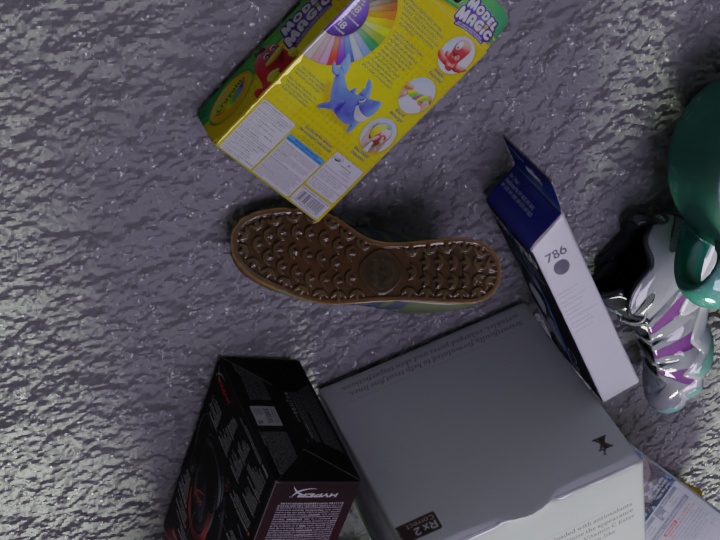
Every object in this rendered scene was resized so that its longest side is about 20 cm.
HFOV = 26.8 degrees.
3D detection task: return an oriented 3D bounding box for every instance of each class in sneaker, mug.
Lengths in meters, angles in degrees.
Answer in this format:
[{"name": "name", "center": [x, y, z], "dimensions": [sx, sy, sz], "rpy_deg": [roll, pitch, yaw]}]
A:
[{"name": "sneaker", "center": [0.000, 0.000, 1.136], "dimensions": [0.199, 0.090, 0.068], "rpy_deg": [7, 81, -5]}, {"name": "sneaker", "center": [0.234, 0.035, 1.288], "dimensions": [0.139, 0.078, 0.201], "rpy_deg": [-4, 117, -23]}, {"name": "mug", "center": [0.305, -0.077, 1.187], "dimensions": [0.184, 0.114, 0.153], "rpy_deg": [-26, 111, -10]}]

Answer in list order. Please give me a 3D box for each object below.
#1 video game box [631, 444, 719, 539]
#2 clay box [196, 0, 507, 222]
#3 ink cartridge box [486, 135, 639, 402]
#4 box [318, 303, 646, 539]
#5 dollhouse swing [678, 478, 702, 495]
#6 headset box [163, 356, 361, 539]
[{"name": "video game box", "center": [0.208, 0.253, 1.340], "dimensions": [0.182, 0.047, 0.200], "rpy_deg": [37, 91, -1]}, {"name": "clay box", "center": [-0.003, -0.140, 1.041], "dimensions": [0.200, 0.048, 0.115], "rpy_deg": [-45, 132, 10]}, {"name": "ink cartridge box", "center": [0.149, 0.000, 1.169], "dimensions": [0.039, 0.100, 0.201], "rpy_deg": [-29, 119, -2]}, {"name": "box", "center": [0.098, 0.164, 1.225], "dimensions": [0.198, 0.200, 0.131], "rpy_deg": [-22, 134, -10]}, {"name": "dollhouse swing", "center": [0.193, 0.265, 1.466], "dimensions": [0.201, 0.175, 0.182], "rpy_deg": [-59, 169, 22]}, {"name": "headset box", "center": [-0.086, 0.192, 1.186], "dimensions": [0.075, 0.149, 0.201], "rpy_deg": [5, 122, -28]}]
